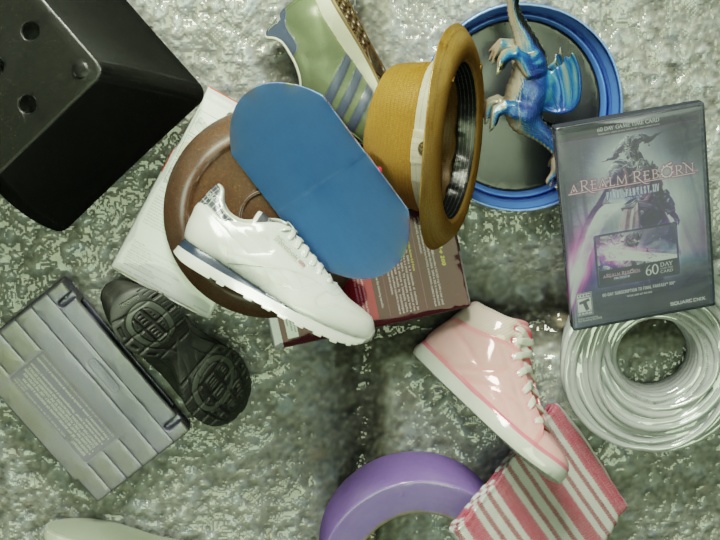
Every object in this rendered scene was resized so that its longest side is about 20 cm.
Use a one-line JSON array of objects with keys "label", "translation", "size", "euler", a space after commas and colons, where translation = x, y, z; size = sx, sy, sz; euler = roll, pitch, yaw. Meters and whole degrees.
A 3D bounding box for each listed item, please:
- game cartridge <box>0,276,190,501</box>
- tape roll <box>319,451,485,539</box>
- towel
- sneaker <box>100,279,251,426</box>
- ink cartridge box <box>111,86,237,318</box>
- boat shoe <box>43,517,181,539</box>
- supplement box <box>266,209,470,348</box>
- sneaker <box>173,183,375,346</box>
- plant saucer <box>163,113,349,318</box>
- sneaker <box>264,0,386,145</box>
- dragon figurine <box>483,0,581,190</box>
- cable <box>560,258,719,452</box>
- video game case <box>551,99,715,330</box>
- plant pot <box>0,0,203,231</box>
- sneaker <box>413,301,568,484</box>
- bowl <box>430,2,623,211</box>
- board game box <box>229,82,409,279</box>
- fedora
[{"label": "game cartridge", "translation": [-0.283, 0.122, 1.275], "size": [0.129, 0.038, 0.200], "euler": [-36, 102, 9]}, {"label": "tape roll", "translation": [0.057, 0.295, 1.306], "size": [0.198, 0.085, 0.202], "euler": [-1, 103, -4]}, {"label": "towel", "translation": [0.181, 0.248, 1.274], "size": [0.200, 0.030, 0.147], "euler": [-44, 105, -33]}, {"label": "sneaker", "translation": [-0.181, 0.075, 1.251], "size": [0.076, 0.091, 0.200], "euler": [-43, 124, -10]}, {"label": "ink cartridge box", "translation": [-0.148, -0.067, 1.231], "size": [0.108, 0.050, 0.201], "euler": [28, 98, -8]}, {"label": "boat shoe", "translation": [-0.232, 0.310, 1.300], "size": [0.199, 0.070, 0.072], "euler": [16, 98, -9]}, {"label": "supplement box", "translation": [0.000, 0.000, 1.247], "size": [0.198, 0.061, 0.110], "euler": [-12, 101, 0]}, {"label": "sneaker", "translation": [-0.068, 0.000, 1.148], "size": [0.199, 0.076, 0.081], "euler": [29, 87, -7]}, {"label": "plant saucer", "translation": [-0.088, -0.052, 1.189], "size": [0.199, 0.034, 0.202], "euler": [0, 97, -2]}, {"label": "sneaker", "translation": [-0.019, -0.170, 1.214], "size": [0.089, 0.067, 0.201], "euler": [-23, 108, 18]}, {"label": "dragon figurine", "translation": [0.171, -0.177, 1.178], "size": [0.099, 0.059, 0.202], "euler": [2, 107, -6]}, {"label": "cable", "translation": [0.298, 0.082, 1.280], "size": [0.198, 0.069, 0.202], "euler": [-3, 103, -2]}, {"label": "video game case", "translation": [0.259, -0.050, 1.189], "size": [0.142, 0.019, 0.201], "euler": [-10, 110, -3]}, {"label": "plant pot", "translation": [-0.290, -0.172, 1.115], "size": [0.199, 0.177, 0.200], "euler": [-41, 87, 6]}, {"label": "sneaker", "translation": [0.151, 0.109, 1.240], "size": [0.105, 0.075, 0.200], "euler": [-45, 63, -2]}, {"label": "bowl", "translation": [0.154, -0.159, 1.233], "size": [0.199, 0.039, 0.202], "euler": [-1, 103, -3]}, {"label": "board game box", "translation": [-0.027, -0.087, 1.118], "size": [0.200, 0.158, 0.039], "euler": [52, 54, -8]}, {"label": "fedora", "translation": [0.054, -0.121, 1.131], "size": [0.081, 0.200, 0.202], "euler": [8, 103, 19]}]
